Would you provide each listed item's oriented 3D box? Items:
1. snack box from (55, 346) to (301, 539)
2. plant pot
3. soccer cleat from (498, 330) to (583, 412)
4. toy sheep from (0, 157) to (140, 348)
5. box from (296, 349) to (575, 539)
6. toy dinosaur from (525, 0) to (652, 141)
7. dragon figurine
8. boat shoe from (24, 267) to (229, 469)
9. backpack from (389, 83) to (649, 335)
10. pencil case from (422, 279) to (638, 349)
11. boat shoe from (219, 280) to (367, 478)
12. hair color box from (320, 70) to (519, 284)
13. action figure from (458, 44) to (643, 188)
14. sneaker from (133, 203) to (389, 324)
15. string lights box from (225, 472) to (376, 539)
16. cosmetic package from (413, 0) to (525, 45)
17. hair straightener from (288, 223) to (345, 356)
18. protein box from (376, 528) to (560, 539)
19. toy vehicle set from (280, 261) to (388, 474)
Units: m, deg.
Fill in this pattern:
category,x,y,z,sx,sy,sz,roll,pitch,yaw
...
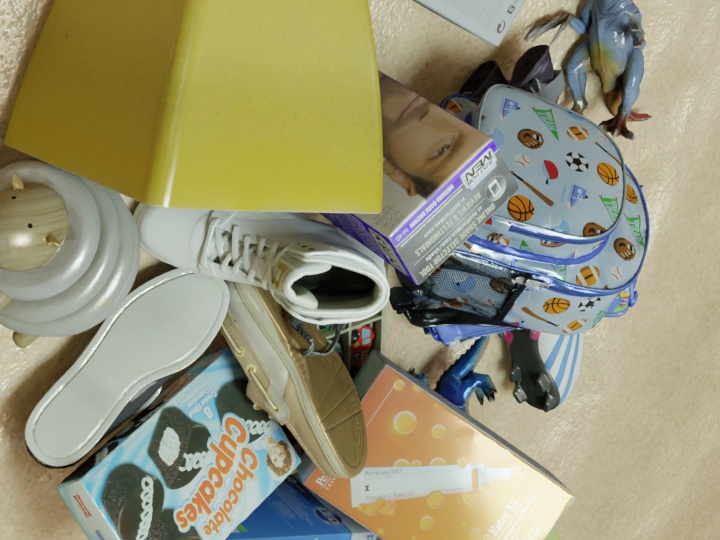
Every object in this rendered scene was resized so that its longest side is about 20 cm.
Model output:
category,x,y,z,sx,sy,sz,roll,pitch,yaw
snack box,-0.139,0.161,1.485,0.200,0.037,0.116,-43,107,-45
plant pot,-0.103,-0.149,1.302,0.200,0.200,0.177,0,106,-41
soccer cleat,0.168,0.041,1.758,0.086,0.070,0.200,-47,141,-34
toy sheep,-0.220,-0.013,1.331,0.138,0.138,0.200,-53,168,0
box,0.061,0.178,1.603,0.200,0.097,0.125,34,91,-7
toy dinosaur,0.206,-0.211,1.636,0.200,0.105,0.182,-35,137,-69
dragon figurine,0.067,0.121,1.699,0.099,0.059,0.201,9,90,-10
boat shoe,-0.183,0.076,1.467,0.200,0.074,0.060,-49,-177,-14
backpack,0.137,-0.045,1.506,0.190,0.201,0.154,21,148,-17
pencil case,0.144,0.014,1.633,0.199,0.087,0.078,-10,169,8
boat shoe,-0.062,0.082,1.519,0.200,0.069,0.074,64,30,-6
hair color box,0.013,-0.083,1.429,0.109,0.200,0.065,-44,136,-10
action figure,0.164,-0.098,1.623,0.200,0.130,0.069,53,47,-32
sneaker,-0.072,-0.014,1.408,0.199,0.116,0.074,12,101,-8
string lights box,-0.094,0.223,1.609,0.200,0.103,0.059,4,113,-42
cosmetic package,0.041,-0.240,1.399,0.074,0.102,0.200,-60,151,6
hair straightener,0.000,0.000,1.524,0.077,0.041,0.200,55,46,-32
protein box,0.075,0.284,1.774,0.200,0.135,0.199,-38,135,-15
toy vehicle set,-0.035,0.078,1.622,0.124,0.026,0.201,-21,129,-30
